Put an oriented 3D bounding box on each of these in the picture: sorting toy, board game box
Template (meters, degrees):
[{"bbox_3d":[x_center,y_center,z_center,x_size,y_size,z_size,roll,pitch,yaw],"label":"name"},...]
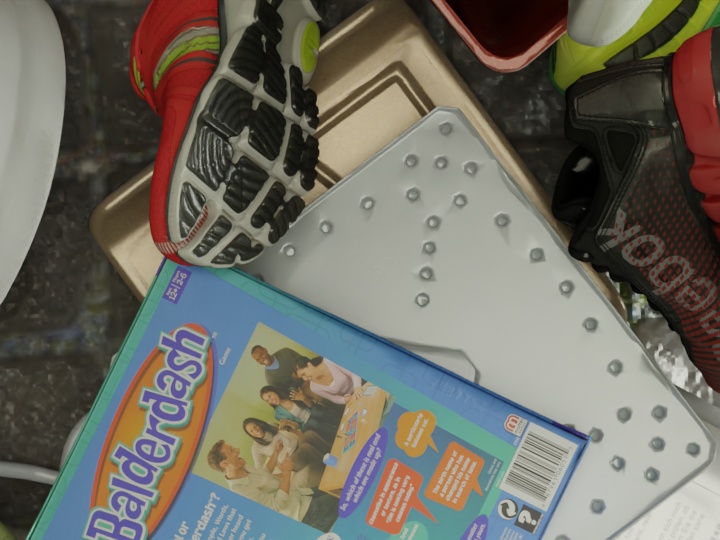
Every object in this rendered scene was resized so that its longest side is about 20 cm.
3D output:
[{"bbox_3d":[0.000,0.000,0.901,0.185,0.036,0.200,-37,98,0],"label":"sorting toy"},{"bbox_3d":[-0.023,0.096,0.816,0.200,0.045,0.152,26,87,7],"label":"board game box"},{"bbox_3d":[0.022,0.062,0.851,0.200,0.026,0.200,-37,82,1],"label":"board game box"}]

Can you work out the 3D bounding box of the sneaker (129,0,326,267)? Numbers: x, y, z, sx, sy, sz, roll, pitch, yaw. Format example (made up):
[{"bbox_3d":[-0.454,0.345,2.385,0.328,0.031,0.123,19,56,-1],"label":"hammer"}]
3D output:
[{"bbox_3d":[-0.067,-0.081,0.844,0.085,0.077,0.200,-13,50,30],"label":"sneaker"}]

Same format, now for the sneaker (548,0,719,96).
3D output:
[{"bbox_3d":[0.158,-0.147,0.880,0.200,0.084,0.074,-36,91,-19],"label":"sneaker"}]

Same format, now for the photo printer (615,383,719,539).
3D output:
[{"bbox_3d":[0.142,0.145,0.891,0.200,0.069,0.167,27,91,-2],"label":"photo printer"}]

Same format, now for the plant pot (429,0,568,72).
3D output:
[{"bbox_3d":[0.065,-0.217,0.820,0.200,0.176,0.200,-40,93,1],"label":"plant pot"}]

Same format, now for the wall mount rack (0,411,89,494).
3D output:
[{"bbox_3d":[-0.155,0.154,0.878,0.173,0.075,0.201,13,91,1],"label":"wall mount rack"}]

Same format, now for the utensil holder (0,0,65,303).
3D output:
[{"bbox_3d":[-0.247,-0.067,0.780,0.200,0.170,0.170,18,92,-33],"label":"utensil holder"}]

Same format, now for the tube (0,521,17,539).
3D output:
[{"bbox_3d":[-0.180,0.123,0.821,0.200,0.058,0.052,45,106,-2],"label":"tube"}]

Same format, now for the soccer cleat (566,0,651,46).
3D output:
[{"bbox_3d":[0.140,-0.168,0.706,0.077,0.069,0.200,27,88,-6],"label":"soccer cleat"}]

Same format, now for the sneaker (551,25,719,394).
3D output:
[{"bbox_3d":[0.139,-0.018,0.839,0.098,0.071,0.201,-6,133,18],"label":"sneaker"}]
